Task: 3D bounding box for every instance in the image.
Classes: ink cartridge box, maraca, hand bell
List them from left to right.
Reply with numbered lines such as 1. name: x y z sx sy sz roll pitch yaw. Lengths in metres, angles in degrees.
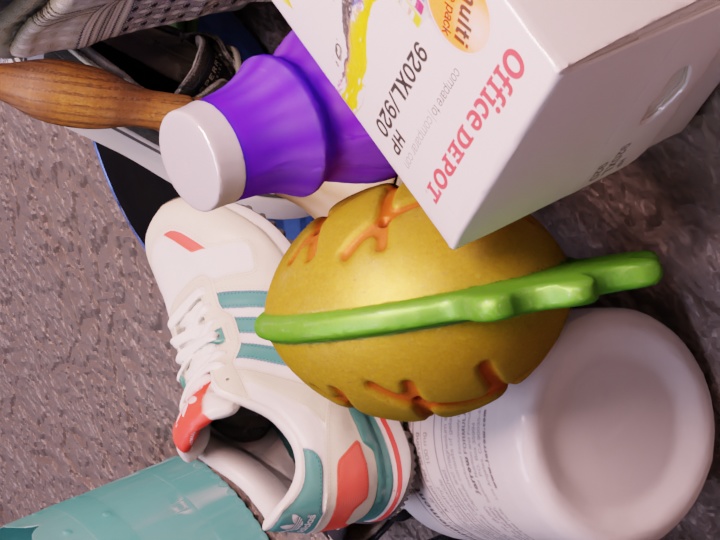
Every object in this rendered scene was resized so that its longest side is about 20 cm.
1. hand bell: -0.088 -0.079 1.403 0.104 0.199 0.105 -169 90 -71
2. maraca: 0.041 0.012 1.245 0.200 0.137 0.107 -6 100 45
3. ink cartridge box: 0.057 -0.144 1.183 0.200 0.144 0.147 54 150 15

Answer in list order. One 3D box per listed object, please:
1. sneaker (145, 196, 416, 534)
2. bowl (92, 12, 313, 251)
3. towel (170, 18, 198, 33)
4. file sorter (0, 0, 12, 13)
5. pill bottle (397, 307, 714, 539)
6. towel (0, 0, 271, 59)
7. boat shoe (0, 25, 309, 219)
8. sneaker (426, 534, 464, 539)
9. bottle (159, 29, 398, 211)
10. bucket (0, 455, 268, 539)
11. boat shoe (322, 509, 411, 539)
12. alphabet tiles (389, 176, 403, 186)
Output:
1. sneaker: -0.060 0.045 1.358 0.200 0.093 0.070 55 132 22
2. bowl: -0.095 -0.067 1.621 0.201 0.039 0.201 41 145 37
3. towel: -0.150 -0.159 1.582 0.200 0.031 0.150 37 121 50
4. file sorter: -0.175 -0.202 1.375 0.125 0.139 0.200 55 179 -5
5. pill bottle: 0.072 0.077 1.377 0.200 0.114 0.115 -3 110 60
6. towel: -0.067 -0.146 1.347 0.200 0.192 0.035 -24 84 62
7. boat shoe: -0.088 -0.088 1.472 0.064 0.199 0.071 -47 30 43
8. sneaker: 0.084 0.195 1.454 0.112 0.073 0.200 34 167 40
9. bottle: 0.003 -0.081 1.269 0.084 0.200 0.065 42 141 36
10. bucket: -0.139 0.229 1.842 0.207 0.135 0.208 40 144 38
11. boat shoe: 0.009 0.113 1.559 0.060 0.074 0.200 59 155 8
12. alphabet tiles: 0.000 0.000 1.425 0.167 0.006 0.201 -115 40 -60
